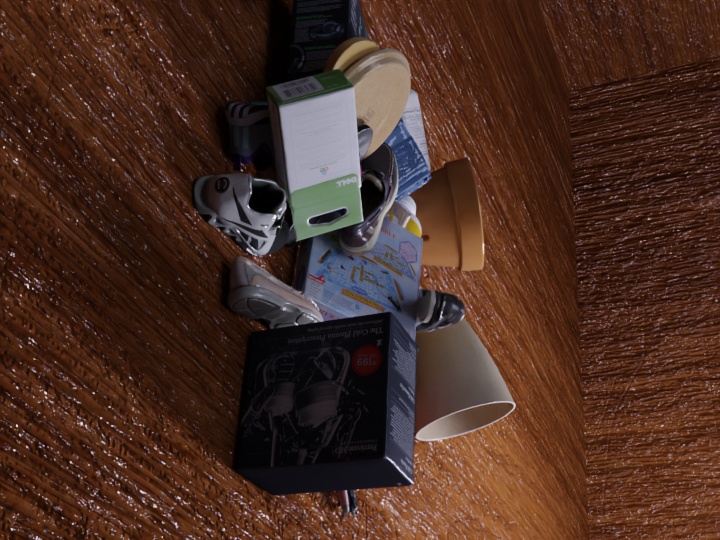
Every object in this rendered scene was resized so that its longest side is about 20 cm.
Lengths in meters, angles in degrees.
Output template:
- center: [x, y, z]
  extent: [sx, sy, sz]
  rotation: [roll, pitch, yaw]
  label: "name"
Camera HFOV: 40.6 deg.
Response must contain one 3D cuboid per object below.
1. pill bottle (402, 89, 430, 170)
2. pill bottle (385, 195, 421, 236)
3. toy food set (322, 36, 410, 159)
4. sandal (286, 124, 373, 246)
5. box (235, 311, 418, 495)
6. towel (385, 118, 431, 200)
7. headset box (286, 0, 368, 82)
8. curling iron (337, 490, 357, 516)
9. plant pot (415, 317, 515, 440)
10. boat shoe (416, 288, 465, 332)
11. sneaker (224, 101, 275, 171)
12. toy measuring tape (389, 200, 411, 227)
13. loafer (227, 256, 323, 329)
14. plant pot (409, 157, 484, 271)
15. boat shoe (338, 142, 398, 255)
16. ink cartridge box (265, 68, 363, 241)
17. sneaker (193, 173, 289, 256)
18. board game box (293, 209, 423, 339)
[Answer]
- center: [0.051, -0.261, 1.694]
  extent: [0.114, 0.112, 0.205]
  rotation: [-21, 101, -67]
  label: "pill bottle"
- center: [0.046, -0.035, 1.608]
  extent: [0.105, 0.102, 0.203]
  rotation: [60, 31, -41]
  label: "pill bottle"
- center: [-0.007, -0.227, 1.370]
  extent: [0.049, 0.200, 0.199]
  rotation: [41, 24, 24]
  label: "toy food set"
- center: [-0.036, -0.112, 1.362]
  extent: [0.202, 0.045, 0.075]
  rotation: [-55, 156, -3]
  label: "sandal"
- center: [-0.037, 0.166, 1.195]
  extent: [0.104, 0.196, 0.186]
  rotation: [50, 37, -53]
  label: "box"
- center: [0.029, -0.212, 1.601]
  extent: [0.111, 0.048, 0.202]
  rotation: [-32, 95, -25]
  label: "towel"
- center: [-0.044, -0.325, 1.469]
  extent: [0.175, 0.091, 0.204]
  rotation: [67, 23, -63]
  label: "headset box"
- center: [-0.039, 0.253, 1.391]
  extent: [0.050, 0.025, 0.204]
  rotation: [-84, 158, -86]
  label: "curling iron"
- center: [0.160, 0.175, 1.743]
  extent: [0.187, 0.184, 0.204]
  rotation: [33, 37, -61]
  label: "plant pot"
- center: [0.112, 0.064, 1.474]
  extent: [0.200, 0.056, 0.068]
  rotation: [152, -47, -83]
  label: "boat shoe"
- center: [-0.124, -0.182, 1.320]
  extent: [0.199, 0.073, 0.090]
  rotation: [-18, 116, -62]
  label: "sneaker"
- center: [0.000, -0.136, 1.502]
  extent: [0.201, 0.073, 0.074]
  rotation: [50, 2, 36]
  label: "toy measuring tape"
- center: [-0.104, 0.037, 1.262]
  extent: [0.199, 0.071, 0.064]
  rotation: [34, 43, -57]
  label: "loafer"
- center: [0.139, -0.093, 1.765]
  extent: [0.200, 0.137, 0.205]
  rotation: [-8, 90, -89]
  label: "plant pot"
- center: [0.014, -0.117, 1.424]
  extent: [0.065, 0.070, 0.203]
  rotation: [94, 13, -56]
  label: "boat shoe"
- center: [-0.058, -0.149, 1.271]
  extent: [0.060, 0.102, 0.203]
  rotation: [-126, -155, -49]
  label: "ink cartridge box"
- center: [-0.122, -0.071, 1.230]
  extent: [0.200, 0.087, 0.076]
  rotation: [29, 53, -65]
  label: "sneaker"
- center: [0.000, 0.000, 1.439]
  extent: [0.198, 0.041, 0.203]
  rotation: [28, 51, -25]
  label: "board game box"
